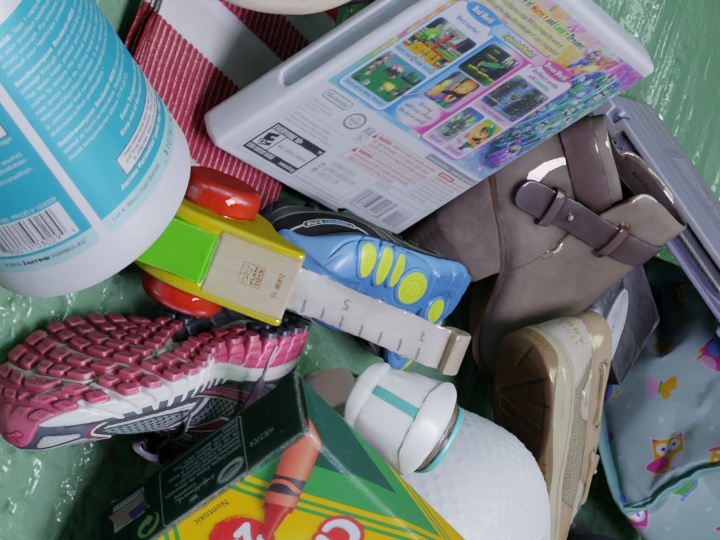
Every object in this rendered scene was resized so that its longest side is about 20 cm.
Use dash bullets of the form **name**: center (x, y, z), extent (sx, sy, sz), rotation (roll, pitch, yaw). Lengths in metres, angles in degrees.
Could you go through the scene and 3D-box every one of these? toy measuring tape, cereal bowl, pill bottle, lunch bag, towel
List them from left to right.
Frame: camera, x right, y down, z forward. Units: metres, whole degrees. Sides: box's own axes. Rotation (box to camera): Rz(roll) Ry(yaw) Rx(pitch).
- **pill bottle**: center (-0.162, -0.090, 1.031), extent (0.200, 0.110, 0.111), rotation (58, 48, -39)
- **towel**: center (-0.065, -0.124, 1.246), extent (0.144, 0.023, 0.201), rotation (40, 62, -51)
- **toy measuring tape**: center (-0.042, -0.001, 1.182), extent (0.199, 0.074, 0.074), rotation (21, 69, -8)
- **cereal bowl**: center (0.053, 0.181, 1.322), extent (0.200, 0.083, 0.201), rotation (-53, 154, -41)
- **lunch bag**: center (0.220, 0.104, 1.574), extent (0.170, 0.121, 0.201), rotation (49, 20, -43)

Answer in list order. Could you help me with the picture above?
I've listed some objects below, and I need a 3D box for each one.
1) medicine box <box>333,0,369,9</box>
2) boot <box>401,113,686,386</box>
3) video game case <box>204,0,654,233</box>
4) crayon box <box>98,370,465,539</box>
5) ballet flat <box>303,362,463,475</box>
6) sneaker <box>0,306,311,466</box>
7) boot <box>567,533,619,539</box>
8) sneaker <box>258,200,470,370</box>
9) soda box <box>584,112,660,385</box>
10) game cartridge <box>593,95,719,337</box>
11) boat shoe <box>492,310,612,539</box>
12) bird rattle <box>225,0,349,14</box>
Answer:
- **medicine box**: center (0.050, -0.255, 1.236), extent (0.103, 0.181, 0.201), rotation (-41, 118, -59)
- **boot**: center (0.122, -0.001, 1.407), extent (0.200, 0.146, 0.071), rotation (49, 21, -39)
- **video game case**: center (0.041, -0.093, 1.254), extent (0.200, 0.181, 0.024), rotation (27, 35, -60)
- **crayon box**: center (-0.016, 0.155, 1.170), extent (0.200, 0.127, 0.051), rotation (45, 18, -31)
- **ballet flat**: center (-0.006, 0.075, 1.240), extent (0.069, 0.200, 0.070), rotation (2, 81, -16)
- **sneaker**: center (-0.095, 0.064, 1.165), extent (0.199, 0.080, 0.075), rotation (-8, 114, -52)
- **boot**: center (0.167, 0.289, 1.545), extent (0.200, 0.076, 0.169), rotation (48, 50, -36)
- **sneaker**: center (0.000, 0.000, 1.296), extent (0.071, 0.083, 0.199), rotation (-52, 156, 4)
- **soda box**: center (0.119, -0.028, 1.476), extent (0.071, 0.063, 0.201), rotation (-52, 131, -40)
- **game cartridge**: center (0.214, -0.022, 1.527), extent (0.201, 0.038, 0.130), rotation (57, 13, 12)
- **boat shoe**: center (0.112, 0.114, 1.417), extent (0.064, 0.071, 0.201), rotation (-21, 136, -31)
- **bird rattle**: center (-0.029, -0.206, 1.157), extent (0.113, 0.198, 0.164), rotation (-111, -160, -67)
